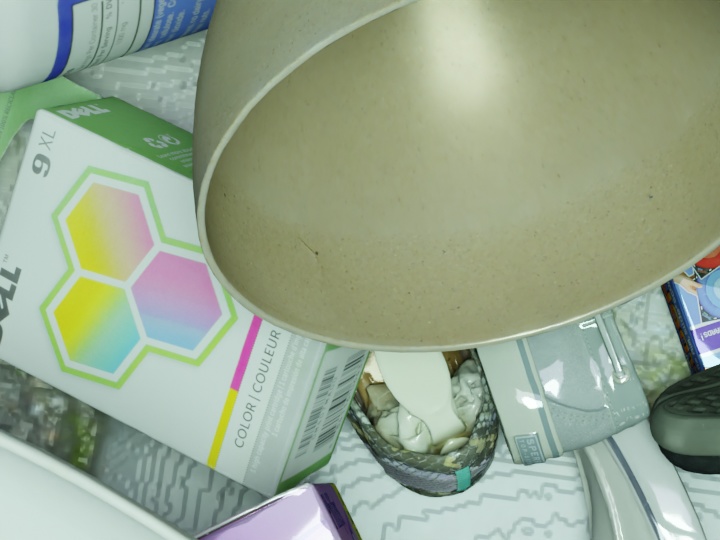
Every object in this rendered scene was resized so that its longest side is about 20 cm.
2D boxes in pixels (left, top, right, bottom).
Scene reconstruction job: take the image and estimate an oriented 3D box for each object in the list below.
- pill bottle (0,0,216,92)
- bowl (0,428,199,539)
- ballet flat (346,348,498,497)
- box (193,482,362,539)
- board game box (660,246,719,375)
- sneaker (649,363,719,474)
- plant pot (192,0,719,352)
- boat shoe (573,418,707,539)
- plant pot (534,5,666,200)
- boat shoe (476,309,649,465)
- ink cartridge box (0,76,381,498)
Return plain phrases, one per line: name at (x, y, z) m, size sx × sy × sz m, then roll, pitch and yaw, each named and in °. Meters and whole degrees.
pill bottle at (-0.119, -0.135, 0.786) m, size 0.200 × 0.112 × 0.112 m, roll -21°, pitch 83°, yaw -27°
bowl at (-0.117, 0.156, 0.639) m, size 0.200 × 0.075 × 0.200 m, roll 28°, pitch 93°, yaw 9°
ballet flat at (0.000, 0.000, 0.826) m, size 0.072 × 0.072 × 0.200 m, roll -29°, pitch 84°, yaw -2°
box at (-0.012, 0.188, 0.752) m, size 0.097 × 0.176 × 0.200 m, roll -27°, pitch 83°, yaw -1°
board game box at (0.225, -0.015, 0.837) m, size 0.200 × 0.034 × 0.135 m, roll -18°, pitch 84°, yaw 0°
sneaker at (0.211, 0.085, 0.784) m, size 0.199 × 0.076 × 0.114 m, roll -4°, pitch 108°, yaw -12°
plant pot at (0.034, -0.082, 0.674) m, size 0.200 × 0.200 × 0.135 m, roll -13°, pitch 56°, yaw 0°
boat shoe at (0.113, 0.150, 0.809) m, size 0.066 × 0.072 × 0.200 m, roll -17°, pitch 92°, yaw -5°
plant pot at (0.170, -0.096, 0.788) m, size 0.201 × 0.093 × 0.201 m, roll -2°, pitch 74°, yaw 6°
boat shoe at (0.071, -0.020, 0.809) m, size 0.071 × 0.070 × 0.201 m, roll -13°, pitch 65°, yaw 2°
ink cartridge box at (-0.091, -0.003, 0.795) m, size 0.200 × 0.059 × 0.104 m, roll 26°, pitch 109°, yaw 18°
